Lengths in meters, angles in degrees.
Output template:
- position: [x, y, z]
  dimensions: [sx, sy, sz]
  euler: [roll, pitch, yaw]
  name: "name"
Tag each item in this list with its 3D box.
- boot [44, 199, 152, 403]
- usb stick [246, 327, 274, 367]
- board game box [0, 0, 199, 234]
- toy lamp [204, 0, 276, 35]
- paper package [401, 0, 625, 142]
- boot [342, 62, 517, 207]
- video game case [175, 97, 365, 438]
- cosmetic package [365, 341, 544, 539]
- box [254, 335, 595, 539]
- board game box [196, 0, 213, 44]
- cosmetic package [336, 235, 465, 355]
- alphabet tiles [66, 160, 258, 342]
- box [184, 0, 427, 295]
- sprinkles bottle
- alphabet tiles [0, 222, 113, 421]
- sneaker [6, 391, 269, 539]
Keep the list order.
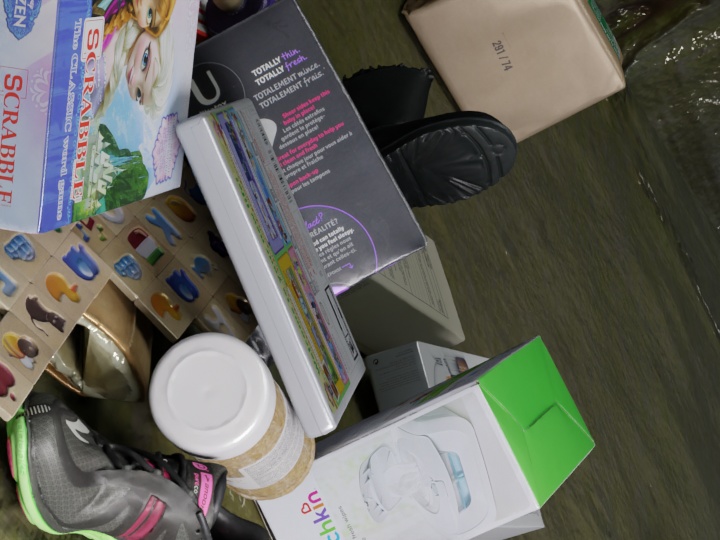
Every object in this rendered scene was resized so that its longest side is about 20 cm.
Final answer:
- position: [-0.136, 0.015, 1.223]
  dimensions: [0.175, 0.066, 0.200]
  euler: [40, 26, -25]
  name: "boot"
- position: [-0.111, -0.022, 1.386]
  dimensions: [0.200, 0.033, 0.055]
  euler: [61, 16, -3]
  name: "usb stick"
- position: [-0.141, -0.132, 1.097]
  dimensions: [0.200, 0.041, 0.200]
  euler: [-32, 131, -71]
  name: "board game box"
- position: [-0.120, -0.219, 1.456]
  dimensions: [0.200, 0.058, 0.058]
  euler: [36, 31, -50]
  name: "toy lamp"
- position: [0.180, -0.266, 2.292]
  dimensions: [0.200, 0.190, 0.103]
  euler: [58, 18, -18]
  name: "paper package"
- position: [0.040, -0.118, 1.695]
  dimensions: [0.073, 0.198, 0.163]
  euler: [55, 25, -31]
  name: "boot"
- position: [-0.052, -0.008, 1.245]
  dimensions: [0.182, 0.022, 0.200]
  euler: [-55, 123, -80]
  name: "video game case"
- position: [0.080, 0.143, 1.630]
  dimensions: [0.200, 0.052, 0.151]
  euler: [16, 59, -66]
  name: "cosmetic package"
- position: [0.046, 0.132, 1.367]
  dimensions: [0.097, 0.176, 0.200]
  euler: [63, 17, 2]
  name: "box"
- position: [-0.166, -0.233, 1.510]
  dimensions: [0.200, 0.046, 0.152]
  euler: [13, 52, -67]
  name: "board game box"
- position: [0.000, 0.000, 1.600]
  dimensions: [0.200, 0.071, 0.105]
  euler: [35, 33, -55]
  name: "cosmetic package"
- position: [-0.132, -0.037, 1.215]
  dimensions: [0.200, 0.006, 0.166]
  euler: [46, 25, -7]
  name: "alphabet tiles"
- position: [-0.055, -0.077, 1.427]
  dimensions: [0.200, 0.122, 0.106]
  euler: [62, -5, -4]
  name: "box"
- position: [-0.072, 0.090, 1.186]
  dimensions: [0.200, 0.068, 0.068]
  euler: [65, 3, -74]
  name: "sprinkles bottle"
- position: [-0.212, -0.027, 1.058]
  dimensions: [0.167, 0.008, 0.200]
  euler: [44, 26, -10]
  name: "alphabet tiles"
- position: [-0.118, 0.116, 1.079]
  dimensions: [0.200, 0.084, 0.077]
  euler: [44, 28, -46]
  name: "sneaker"
